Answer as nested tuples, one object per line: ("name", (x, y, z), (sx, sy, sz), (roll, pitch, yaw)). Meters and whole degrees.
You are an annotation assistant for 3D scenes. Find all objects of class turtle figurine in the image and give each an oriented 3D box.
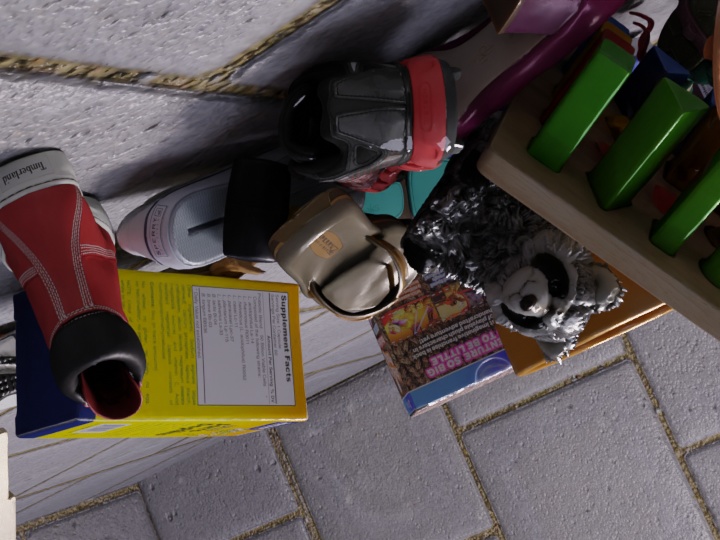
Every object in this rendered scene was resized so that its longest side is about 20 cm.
("turtle figurine", (0.264, -0.164, 0.876), (0.099, 0.151, 0.200), (7, 148, -25))

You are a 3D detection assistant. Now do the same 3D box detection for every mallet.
("mallet", (-0.021, -0.044, 0.858), (0.041, 0.067, 0.199), (8, -171, 35))

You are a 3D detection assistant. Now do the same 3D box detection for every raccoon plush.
("raccoon plush", (0.117, -0.036, 0.833), (0.097, 0.133, 0.201), (-51, -176, 44))

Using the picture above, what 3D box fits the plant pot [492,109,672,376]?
("plant pot", (0.174, -0.043, 0.970), (0.198, 0.185, 0.200), (-23, 171, -4))

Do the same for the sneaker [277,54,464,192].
("sneaker", (-0.008, -0.087, 0.769), (0.096, 0.072, 0.200), (-3, 178, -14))

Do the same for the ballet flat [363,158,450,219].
("ballet flat", (0.022, -0.064, 1.067), (0.065, 0.072, 0.199), (4, -171, 40))

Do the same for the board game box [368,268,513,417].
("board game box", (0.081, 0.012, 1.177), (0.158, 0.202, 0.097), (-22, 172, -5))

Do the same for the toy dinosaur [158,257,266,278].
("toy dinosaur", (-0.115, -0.007, 0.992), (0.198, 0.061, 0.106), (-19, 172, -30))

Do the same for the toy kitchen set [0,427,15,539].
("toy kitchen set", (-0.464, 0.239, 1.245), (0.179, 0.203, 0.162), (-16, -150, -42))

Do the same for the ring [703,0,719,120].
("ring", (0.236, -0.168, 0.684), (0.019, 0.203, 0.199), (23, -158, 33))

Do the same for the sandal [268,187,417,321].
("sandal", (0.000, 0.000, 0.820), (0.080, 0.054, 0.200), (-44, 161, 5))

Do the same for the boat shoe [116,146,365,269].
("boat shoe", (-0.080, -0.048, 0.862), (0.066, 0.075, 0.199), (5, -169, 40))

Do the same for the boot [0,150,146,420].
("boot", (-0.168, 0.026, 0.753), (0.072, 0.146, 0.200), (-23, 173, -9))

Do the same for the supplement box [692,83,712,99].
("supplement box", (0.354, -0.204, 0.994), (0.109, 0.087, 0.200), (-19, 171, -30))

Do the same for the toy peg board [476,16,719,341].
("toy peg board", (0.199, -0.085, 0.794), (0.098, 0.199, 0.200), (-54, -177, 36))

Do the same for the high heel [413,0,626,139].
("high heel", (0.094, -0.126, 0.786), (0.095, 0.068, 0.200), (-7, 161, -28))

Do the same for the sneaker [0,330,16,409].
("sneaker", (-0.303, 0.083, 1.050), (0.079, 0.075, 0.199), (-12, 177, 40))

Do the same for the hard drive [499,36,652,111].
("hard drive", (0.128, -0.134, 1.003), (0.198, 0.026, 0.132), (-18, 169, -37))

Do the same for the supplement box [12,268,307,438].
("supplement box", (-0.151, 0.067, 0.954), (0.198, 0.110, 0.109), (6, 164, -38))
